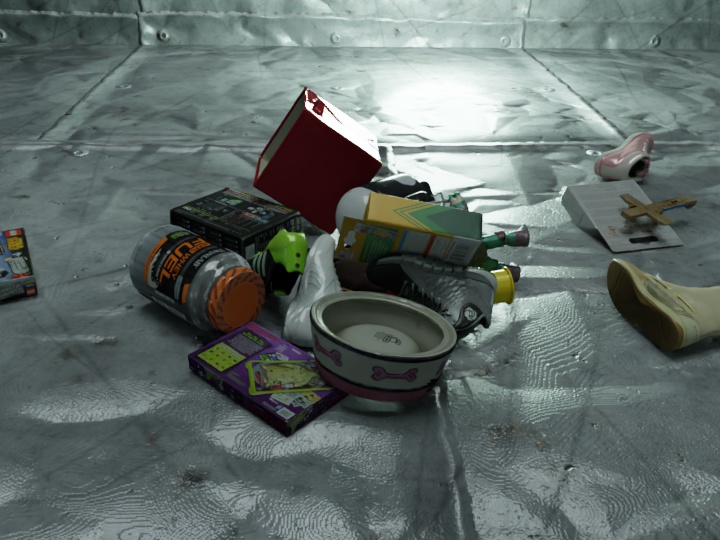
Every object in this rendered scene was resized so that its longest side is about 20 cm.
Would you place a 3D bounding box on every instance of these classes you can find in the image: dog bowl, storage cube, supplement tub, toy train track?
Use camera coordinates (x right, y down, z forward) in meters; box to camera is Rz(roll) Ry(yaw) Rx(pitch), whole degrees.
[{"bbox_3d":[0.025,0.100,0.979,0.197,0.075,0.200,10,19,-3],"label":"dog bowl"},{"bbox_3d":[-0.082,-0.210,1.417,0.179,0.201,0.172,31,21,-17],"label":"storage cube"},{"bbox_3d":[-0.243,0.015,1.108,0.198,0.124,0.122,22,34,34],"label":"supplement tub"},{"bbox_3d":[0.573,-0.113,1.425,0.198,0.033,0.115,-14,40,-29],"label":"toy train track"}]

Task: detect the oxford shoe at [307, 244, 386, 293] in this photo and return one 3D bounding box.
[{"bbox_3d":[0.000,0.000,1.198,0.197,0.073,0.071,1,27,0],"label":"oxford shoe"}]

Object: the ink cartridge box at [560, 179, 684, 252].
[{"bbox_3d":[0.509,-0.096,1.451,0.159,0.050,0.201,-6,47,-14],"label":"ink cartridge box"}]

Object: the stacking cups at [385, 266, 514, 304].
[{"bbox_3d":[0.139,0.040,1.158,0.197,0.061,0.061,-10,29,-9],"label":"stacking cups"}]

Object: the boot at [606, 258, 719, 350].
[{"bbox_3d":[0.487,0.042,1.137,0.153,0.074,0.201,-7,31,-14],"label":"boot"}]

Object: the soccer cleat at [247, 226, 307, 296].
[{"bbox_3d":[-0.131,0.007,1.112,0.067,0.200,0.082,7,65,-22],"label":"soccer cleat"}]

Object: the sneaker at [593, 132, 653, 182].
[{"bbox_3d":[0.638,-0.255,1.699,0.199,0.076,0.104,-27,33,-29],"label":"sneaker"}]

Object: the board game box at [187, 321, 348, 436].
[{"bbox_3d":[-0.122,0.137,0.983,0.199,0.033,0.119,25,40,36],"label":"board game box"}]

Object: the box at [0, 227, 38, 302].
[{"bbox_3d":[-0.614,-0.005,1.219,0.135,0.040,0.200,-13,31,-23],"label":"box"}]

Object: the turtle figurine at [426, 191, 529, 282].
[{"bbox_3d":[0.170,-0.038,1.210,0.197,0.151,0.101,9,39,-8],"label":"turtle figurine"}]

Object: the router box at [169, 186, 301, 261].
[{"bbox_3d":[-0.229,-0.083,1.356,0.198,0.063,0.149,21,35,33],"label":"router box"}]

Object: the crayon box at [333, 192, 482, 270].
[{"bbox_3d":[0.067,-0.050,1.087,0.197,0.126,0.052,10,62,-5],"label":"crayon box"}]

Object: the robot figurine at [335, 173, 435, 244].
[{"bbox_3d":[0.049,-0.102,1.343,0.198,0.152,0.125,-20,51,-36],"label":"robot figurine"}]

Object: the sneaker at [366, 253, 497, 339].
[{"bbox_3d":[0.102,0.046,1.077,0.197,0.075,0.117,7,63,0],"label":"sneaker"}]

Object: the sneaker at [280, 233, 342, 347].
[{"bbox_3d":[-0.060,0.034,1.114,0.079,0.071,0.202,15,54,-1],"label":"sneaker"}]
